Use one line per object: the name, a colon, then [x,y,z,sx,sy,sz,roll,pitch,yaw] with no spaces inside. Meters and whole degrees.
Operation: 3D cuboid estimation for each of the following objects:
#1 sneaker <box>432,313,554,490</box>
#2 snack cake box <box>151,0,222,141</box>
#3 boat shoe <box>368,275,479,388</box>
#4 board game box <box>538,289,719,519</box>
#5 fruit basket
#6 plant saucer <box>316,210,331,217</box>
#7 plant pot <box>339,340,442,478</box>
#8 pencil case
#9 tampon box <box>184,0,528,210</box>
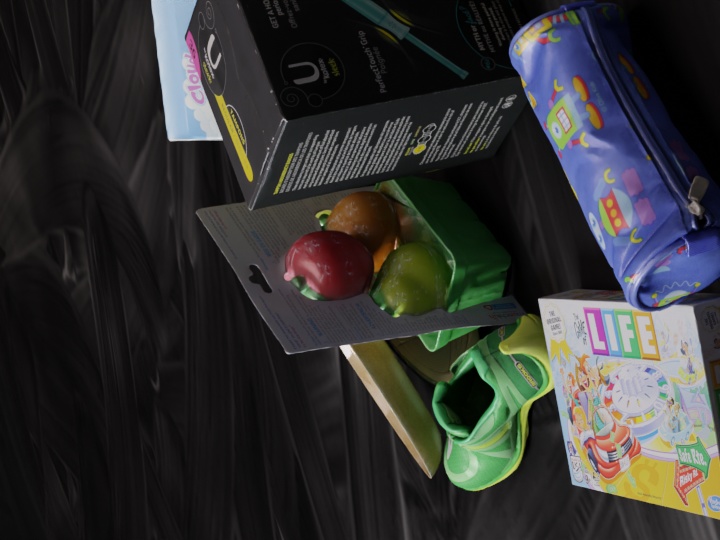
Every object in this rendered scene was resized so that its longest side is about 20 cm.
sneaker: [0.087,0.100,1.436,0.200,0.083,0.074,107,143,-52]
snack cake box: [-0.133,-0.227,1.737,0.115,0.067,0.200,-43,-49,-63]
boat shoe: [0.038,0.029,1.547,0.200,0.072,0.065,51,166,38]
board game box: [0.187,0.082,1.247,0.200,0.034,0.135,180,78,-68]
fruit basket: [0.000,0.000,1.438,0.185,0.200,0.094,53,147,45]
plant saucer: [-0.074,-0.126,1.631,0.200,0.048,0.200,63,-176,31]
plant pot: [0.011,0.074,1.529,0.200,0.027,0.200,56,177,5]
pencil case: [0.161,-0.074,1.164,0.087,0.078,0.200,112,140,-56]
tampon box: [0.000,-0.151,1.353,0.126,0.200,0.150,119,135,-59]
